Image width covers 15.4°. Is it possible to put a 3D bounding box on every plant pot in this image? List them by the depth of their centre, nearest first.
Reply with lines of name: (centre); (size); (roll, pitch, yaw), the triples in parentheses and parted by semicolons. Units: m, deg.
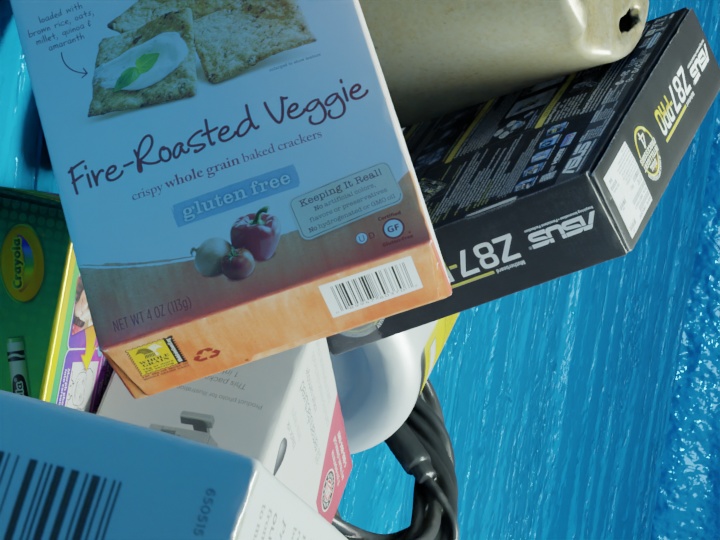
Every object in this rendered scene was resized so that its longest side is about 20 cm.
plant pot: (0.031, -0.153, 1.274); (0.200, 0.183, 0.200); (30, 56, -58)

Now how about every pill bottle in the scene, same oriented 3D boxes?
pill bottle: (0.000, 0.000, 1.384); (0.200, 0.112, 0.112); (-61, 157, -56)

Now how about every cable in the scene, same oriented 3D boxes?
cable: (-0.014, 0.082, 1.449); (0.200, 0.051, 0.163); (54, 32, -5)

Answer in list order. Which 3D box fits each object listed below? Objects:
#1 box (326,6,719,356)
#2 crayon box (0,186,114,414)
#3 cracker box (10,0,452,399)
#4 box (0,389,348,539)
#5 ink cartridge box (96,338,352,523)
box: (0.073, -0.046, 1.261); (0.049, 0.161, 0.200); (63, 29, -17)
crayon box: (-0.144, 0.067, 1.141); (0.119, 0.058, 0.200); (5, 96, -76)
cracker box: (-0.057, -0.065, 1.060); (0.058, 0.134, 0.200); (67, 5, -64)
box: (-0.133, 0.153, 0.968); (0.171, 0.199, 0.200); (52, 52, -71)
ink cartridge box: (-0.076, 0.128, 1.159); (0.147, 0.083, 0.200); (80, 25, -57)
